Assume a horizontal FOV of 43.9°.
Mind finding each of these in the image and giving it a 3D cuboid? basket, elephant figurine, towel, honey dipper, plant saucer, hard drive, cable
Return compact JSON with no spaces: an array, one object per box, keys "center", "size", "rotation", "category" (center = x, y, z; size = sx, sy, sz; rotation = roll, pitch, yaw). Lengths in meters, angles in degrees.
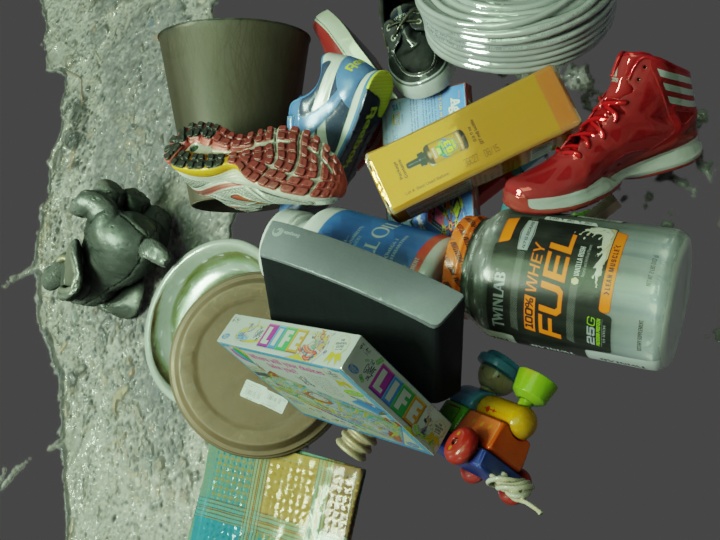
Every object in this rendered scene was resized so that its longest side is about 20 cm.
[{"center":[-0.143,-0.175,1.048],"size":[0.179,0.136,0.201],"rotation":[-2,85,-9],"category":"basket"},{"center":[-0.329,-0.001,1.137],"size":[0.141,0.155,0.200],"rotation":[33,108,-8],"category":"elephant figurine"},{"center":[-0.094,0.260,0.953],"size":[0.199,0.022,0.147],"rotation":[7,79,31],"category":"towel"},{"center":[0.045,0.102,0.910],"size":[0.038,0.038,0.200],"rotation":[35,92,35],"category":"honey dipper"},{"center":[-0.160,0.065,1.038],"size":[0.199,0.050,0.201],"rotation":[-9,70,26],"category":"plant saucer"},{"center":[-0.106,0.099,0.950],"size":[0.199,0.029,0.201],"rotation":[0,83,0],"category":"plant saucer"},{"center":[-0.003,0.041,0.805],"size":[0.199,0.135,0.042],"rotation":[22,48,25],"category":"hard drive"},{"center":[0.155,-0.274,0.895],"size":[0.199,0.069,0.201],"rotation":[1,48,13],"category":"cable"}]

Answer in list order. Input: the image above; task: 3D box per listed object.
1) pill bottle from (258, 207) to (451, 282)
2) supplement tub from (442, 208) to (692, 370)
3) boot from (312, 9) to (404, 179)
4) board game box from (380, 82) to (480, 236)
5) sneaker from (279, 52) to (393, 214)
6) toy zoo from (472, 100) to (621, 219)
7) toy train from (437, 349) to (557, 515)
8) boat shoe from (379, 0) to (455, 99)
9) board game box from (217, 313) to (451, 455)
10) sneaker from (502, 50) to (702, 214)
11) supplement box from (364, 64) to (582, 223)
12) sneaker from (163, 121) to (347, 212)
[{"center":[0.000,0.000,0.889],"size":[0.199,0.112,0.113],"rotation":[16,83,30],"category":"pill bottle"},{"center":[0.181,0.011,0.793],"size":[0.199,0.122,0.123],"rotation":[9,79,27],"category":"supplement tub"},{"center":[-0.037,-0.198,1.042],"size":[0.144,0.072,0.200],"rotation":[-39,62,17],"category":"boot"},{"center":[0.073,-0.086,0.928],"size":[0.103,0.019,0.201],"rotation":[-6,83,33],"category":"board game box"},{"center":[-0.042,-0.140,0.960],"size":[0.082,0.074,0.200],"rotation":[36,110,16],"category":"sneaker"},{"center":[0.157,-0.100,0.918],"size":[0.131,0.020,0.200],"rotation":[-39,58,15],"category":"toy zoo"},{"center":[0.134,0.136,0.777],"size":[0.116,0.085,0.200],"rotation":[-56,19,-11],"category":"toy train"},{"center":[0.053,-0.260,0.967],"size":[0.070,0.066,0.200],"rotation":[-20,40,15],"category":"boat shoe"},{"center":[-0.029,0.100,0.814],"size":[0.200,0.134,0.034],"rotation":[5,56,52],"category":"board game box"},{"center":[0.208,-0.130,0.795],"size":[0.199,0.116,0.078],"rotation":[-22,26,-17],"category":"sneaker"},{"center":[0.108,-0.119,0.864],"size":[0.199,0.069,0.067],"rotation":[-24,81,5],"category":"supplement box"},{"center":[-0.102,-0.102,0.928],"size":[0.199,0.082,0.078],"rotation":[14,63,24],"category":"sneaker"}]
